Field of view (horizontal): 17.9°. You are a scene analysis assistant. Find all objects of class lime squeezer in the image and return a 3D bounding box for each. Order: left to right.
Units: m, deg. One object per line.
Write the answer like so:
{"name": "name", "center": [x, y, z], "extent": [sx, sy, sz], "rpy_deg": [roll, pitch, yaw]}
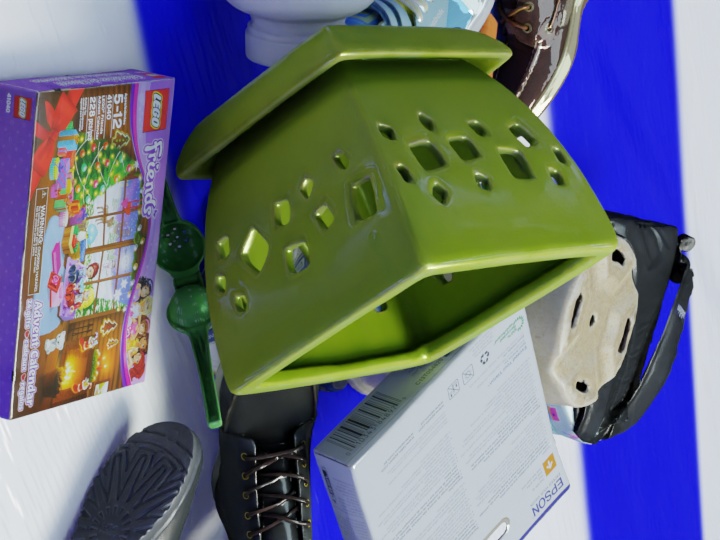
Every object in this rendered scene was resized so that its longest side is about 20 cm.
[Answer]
{"name": "lime squeezer", "center": [-0.111, 0.005, 1.476], "extent": [0.038, 0.071, 0.201], "rpy_deg": [-11, 83, -16]}

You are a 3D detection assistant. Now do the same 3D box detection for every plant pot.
{"name": "plant pot", "center": [0.012, -0.048, 1.462], "extent": [0.199, 0.199, 0.182], "rpy_deg": [-5, 68, -46]}
{"name": "plant pot", "center": [0.105, 0.021, 1.753], "extent": [0.200, 0.183, 0.202], "rpy_deg": [-32, 129, -50]}

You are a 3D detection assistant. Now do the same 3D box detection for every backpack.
{"name": "backpack", "center": [0.195, 0.047, 1.980], "extent": [0.166, 0.126, 0.201], "rpy_deg": [6, 99, -49]}

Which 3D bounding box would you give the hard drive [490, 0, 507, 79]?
{"name": "hard drive", "center": [0.103, -0.220, 1.804], "extent": [0.132, 0.025, 0.201], "rpy_deg": [44, 64, -57]}

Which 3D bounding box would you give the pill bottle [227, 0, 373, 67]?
{"name": "pill bottle", "center": [-0.038, -0.235, 1.468], "extent": [0.111, 0.110, 0.201], "rpy_deg": [-27, 125, -53]}

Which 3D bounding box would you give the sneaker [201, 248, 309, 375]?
{"name": "sneaker", "center": [-0.054, -0.023, 1.570], "extent": [0.201, 0.075, 0.088], "rpy_deg": [-62, 147, -24]}

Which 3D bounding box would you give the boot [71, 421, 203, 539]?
{"name": "boot", "center": [-0.123, 0.212, 1.559], "extent": [0.165, 0.065, 0.200], "rpy_deg": [-59, 144, -13]}

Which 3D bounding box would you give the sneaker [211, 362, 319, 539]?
{"name": "sneaker", "center": [-0.055, 0.134, 1.547], "extent": [0.074, 0.107, 0.201], "rpy_deg": [-7, 138, -14]}

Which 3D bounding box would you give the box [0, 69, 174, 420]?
{"name": "box", "center": [-0.176, -0.019, 1.395], "extent": [0.137, 0.039, 0.201], "rpy_deg": [-15, 115, -58]}

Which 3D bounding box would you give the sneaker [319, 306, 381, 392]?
{"name": "sneaker", "center": [0.000, 0.000, 1.641], "extent": [0.201, 0.077, 0.076], "rpy_deg": [-60, 147, -6]}

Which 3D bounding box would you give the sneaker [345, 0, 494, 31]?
{"name": "sneaker", "center": [0.031, -0.192, 1.640], "extent": [0.130, 0.079, 0.201], "rpy_deg": [29, 76, -61]}

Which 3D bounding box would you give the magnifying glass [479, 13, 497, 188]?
{"name": "magnifying glass", "center": [0.086, -0.111, 1.701], "extent": [0.080, 0.022, 0.201], "rpy_deg": [46, 38, -42]}

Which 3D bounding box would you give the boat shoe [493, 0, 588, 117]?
{"name": "boat shoe", "center": [0.135, -0.207, 1.786], "extent": [0.072, 0.072, 0.201], "rpy_deg": [23, 94, -30]}

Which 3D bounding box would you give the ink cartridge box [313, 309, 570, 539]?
{"name": "ink cartridge box", "center": [0.062, 0.141, 1.628], "extent": [0.200, 0.040, 0.201], "rpy_deg": [-43, 134, -31]}
